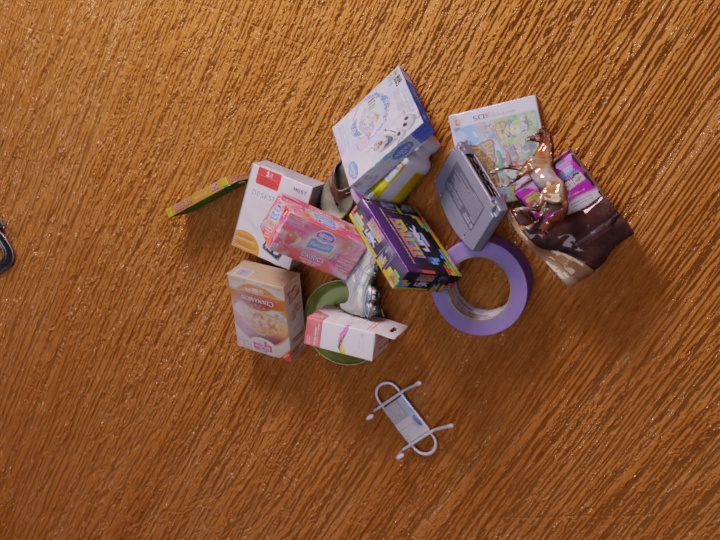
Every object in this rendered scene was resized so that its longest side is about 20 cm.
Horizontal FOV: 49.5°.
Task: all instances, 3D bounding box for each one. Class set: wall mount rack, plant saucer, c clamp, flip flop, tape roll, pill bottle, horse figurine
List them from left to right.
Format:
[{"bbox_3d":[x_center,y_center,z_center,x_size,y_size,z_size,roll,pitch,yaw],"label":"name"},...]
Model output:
[{"bbox_3d":[-1.014,-0.066,2.118,0.200,0.027,0.171,-34,94,22],"label":"c clamp"},{"bbox_3d":[-0.034,-0.196,1.697,0.081,0.058,0.200,35,113,10],"label":"flip flop"},{"bbox_3d":[-0.033,0.116,1.785,0.199,0.031,0.201,5,105,19],"label":"plant saucer"},{"bbox_3d":[0.076,-0.208,1.628,0.104,0.104,0.200,44,113,6],"label":"pill bottle"},{"bbox_3d":[0.115,0.330,1.756,0.174,0.075,0.200,-39,88,24],"label":"wall mount rack"},{"bbox_3d":[0.254,0.028,1.628,0.199,0.085,0.201,5,105,19],"label":"tape roll"},{"bbox_3d":[0.332,-0.159,1.465,0.132,0.050,0.200,-26,68,7],"label":"horse figurine"}]

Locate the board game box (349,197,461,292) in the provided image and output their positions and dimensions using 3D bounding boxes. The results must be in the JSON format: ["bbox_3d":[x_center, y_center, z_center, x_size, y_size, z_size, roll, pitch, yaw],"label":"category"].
[{"bbox_3d":[0.090,-0.050,1.564,0.057,0.165,0.200,-50,55,30],"label":"board game box"}]

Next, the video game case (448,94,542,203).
[{"bbox_3d":[0.286,-0.237,1.587,0.182,0.022,0.201,-10,99,22],"label":"video game case"}]

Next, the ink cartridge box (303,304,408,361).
[{"bbox_3d":[-0.008,0.139,1.701,0.199,0.116,0.068,12,105,18],"label":"ink cartridge box"}]

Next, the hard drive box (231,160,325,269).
[{"bbox_3d":[-0.187,-0.126,1.762,0.156,0.077,0.200,22,109,14],"label":"hard drive box"}]

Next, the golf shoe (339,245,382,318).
[{"bbox_3d":[0.000,0.000,1.704,0.097,0.078,0.201,7,88,17],"label":"golf shoe"}]

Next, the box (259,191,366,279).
[{"bbox_3d":[-0.101,-0.072,1.665,0.200,0.103,0.095,23,112,-29],"label":"box"}]

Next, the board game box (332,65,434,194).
[{"bbox_3d":[0.041,-0.286,1.590,0.199,0.043,0.200,-38,44,23],"label":"board game box"}]

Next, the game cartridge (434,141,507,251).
[{"bbox_3d":[0.215,-0.143,1.559,0.133,0.040,0.200,-60,41,41],"label":"game cartridge"}]

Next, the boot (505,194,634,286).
[{"bbox_3d":[0.397,-0.087,1.492,0.200,0.072,0.166,45,102,0],"label":"boot"}]

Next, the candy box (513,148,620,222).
[{"bbox_3d":[0.414,-0.118,1.531,0.136,0.061,0.200,-35,97,24],"label":"candy box"}]

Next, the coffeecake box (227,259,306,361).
[{"bbox_3d":[-0.211,0.092,1.786,0.153,0.073,0.200,13,124,25],"label":"coffeecake box"}]

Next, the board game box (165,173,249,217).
[{"bbox_3d":[-0.345,-0.176,1.798,0.200,0.096,0.030,-21,94,23],"label":"board game box"}]
